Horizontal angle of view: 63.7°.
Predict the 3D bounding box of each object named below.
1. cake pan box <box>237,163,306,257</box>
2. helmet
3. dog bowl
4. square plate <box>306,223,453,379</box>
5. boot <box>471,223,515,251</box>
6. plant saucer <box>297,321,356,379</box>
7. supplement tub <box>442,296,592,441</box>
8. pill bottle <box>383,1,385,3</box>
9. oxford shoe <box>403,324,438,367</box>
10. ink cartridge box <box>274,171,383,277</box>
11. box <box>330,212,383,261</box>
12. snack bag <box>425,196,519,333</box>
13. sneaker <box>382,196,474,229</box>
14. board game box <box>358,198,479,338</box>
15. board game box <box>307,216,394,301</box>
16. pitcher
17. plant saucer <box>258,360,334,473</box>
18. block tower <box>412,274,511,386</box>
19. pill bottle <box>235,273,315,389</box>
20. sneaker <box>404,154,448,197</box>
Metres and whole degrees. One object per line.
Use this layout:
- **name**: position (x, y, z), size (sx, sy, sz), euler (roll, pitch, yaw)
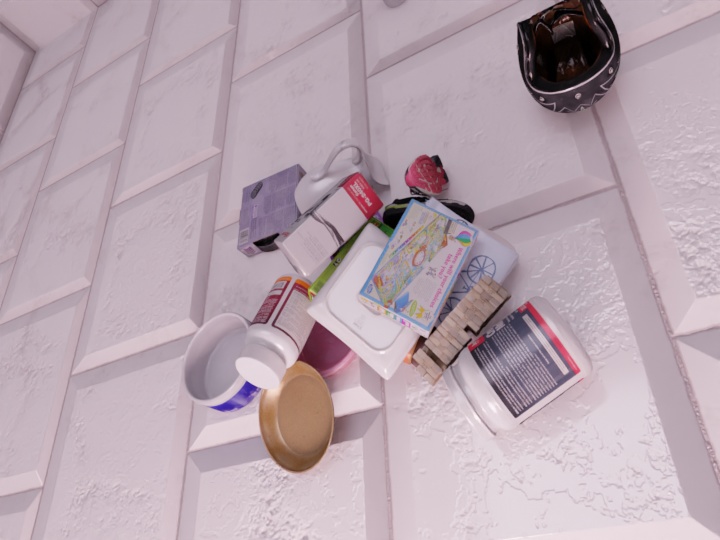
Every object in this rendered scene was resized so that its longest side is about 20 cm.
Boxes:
- **cake pan box**: position (-0.217, -0.146, 1.433), size (0.180, 0.052, 0.205), euler (-20, 54, 26)
- **helmet**: position (0.387, -0.396, 1.076), size (0.196, 0.195, 0.201), euler (-23, 14, 6)
- **dog bowl**: position (-0.292, 0.200, 1.263), size (0.196, 0.079, 0.205), euler (-17, 55, 26)
- **square plate**: position (0.030, 0.048, 1.012), size (0.198, 0.028, 0.200), euler (37, 85, 17)
- **boot**: position (0.190, -0.039, 1.093), size (0.197, 0.072, 0.092), euler (27, 122, 22)
- **plant saucer**: position (-0.065, 0.125, 1.173), size (0.196, 0.051, 0.206), euler (-17, 56, 26)
- **supplement tub**: position (0.238, 0.151, 0.892), size (0.198, 0.140, 0.142), euler (-38, 49, 9)
- **pill bottle**: position (0.061, -0.812, 1.530), size (0.112, 0.200, 0.117), euler (-16, 55, 24)
- **oxford shoe**: position (0.146, 0.086, 1.052), size (0.071, 0.071, 0.204), euler (22, 81, 20)
- **ink cartridge box**: position (-0.066, -0.089, 1.119), size (0.199, 0.084, 0.145), euler (-43, 13, -9)
- **box**: position (0.005, -0.043, 1.196), size (0.134, 0.040, 0.202), euler (-21, 50, -9)
- **snack bag**: position (0.149, -0.003, 1.025), size (0.198, 0.021, 0.191), euler (35, 87, 18)
- **sneaker**: position (0.135, -0.127, 1.168), size (0.194, 0.073, 0.084), euler (2, 42, 23)
- **board game box**: position (0.100, -0.007, 0.980), size (0.132, 0.034, 0.203), euler (26, 70, 13)
- **board game box**: position (0.000, 0.000, 1.099), size (0.100, 0.048, 0.201), euler (32, 68, 17)
- **pitcher**: position (-0.058, -0.200, 1.275), size (0.196, 0.171, 0.124), euler (-27, 57, 16)
- **plant saucer**: position (-0.115, 0.275, 1.098), size (0.196, 0.035, 0.207), euler (-6, 80, 38)
- **block tower**: position (0.165, 0.096, 0.957), size (0.054, 0.058, 0.201), euler (41, 87, 18)
- **pill bottle**: position (-0.152, 0.113, 1.096), size (0.107, 0.111, 0.203), euler (-4, 43, 31)
- **sneaker**: position (0.122, -0.178, 1.151), size (0.073, 0.199, 0.082), euler (-24, 91, 21)
